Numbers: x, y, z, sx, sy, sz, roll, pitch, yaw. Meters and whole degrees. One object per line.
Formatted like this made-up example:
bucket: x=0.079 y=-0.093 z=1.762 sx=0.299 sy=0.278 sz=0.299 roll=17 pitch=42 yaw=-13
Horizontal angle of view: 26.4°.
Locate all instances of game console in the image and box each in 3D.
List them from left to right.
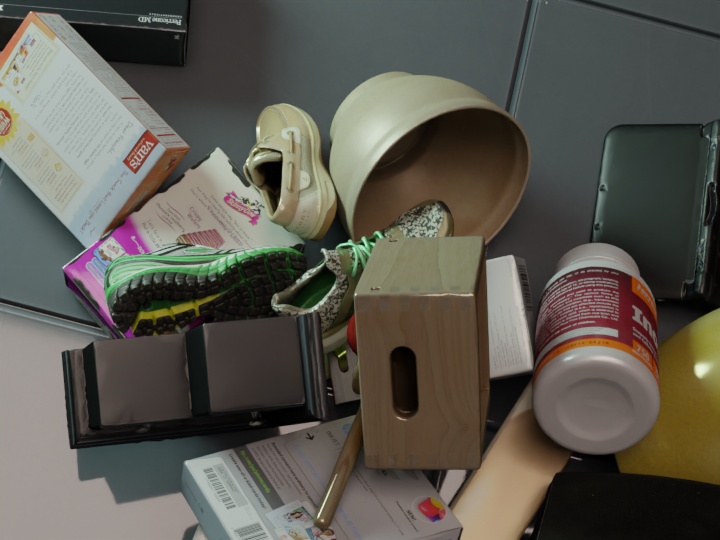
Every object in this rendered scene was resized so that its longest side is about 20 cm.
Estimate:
game console: x=0.344 y=-0.044 z=1.596 sx=0.175 sy=0.116 sz=0.202 roll=24 pitch=65 yaw=-30

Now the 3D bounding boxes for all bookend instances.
bookend: x=-0.148 y=0.098 z=1.339 sx=0.197 sy=0.200 sz=0.093 roll=-4 pitch=84 yaw=-18

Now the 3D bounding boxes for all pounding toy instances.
pounding toy: x=0.037 y=0.093 z=1.322 sx=0.141 sy=0.184 sz=0.202 roll=0 pitch=108 yaw=8

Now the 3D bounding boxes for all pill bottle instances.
pill bottle: x=0.215 y=0.064 z=1.397 sx=0.112 sy=0.114 sz=0.201 roll=14 pitch=35 yaw=-1

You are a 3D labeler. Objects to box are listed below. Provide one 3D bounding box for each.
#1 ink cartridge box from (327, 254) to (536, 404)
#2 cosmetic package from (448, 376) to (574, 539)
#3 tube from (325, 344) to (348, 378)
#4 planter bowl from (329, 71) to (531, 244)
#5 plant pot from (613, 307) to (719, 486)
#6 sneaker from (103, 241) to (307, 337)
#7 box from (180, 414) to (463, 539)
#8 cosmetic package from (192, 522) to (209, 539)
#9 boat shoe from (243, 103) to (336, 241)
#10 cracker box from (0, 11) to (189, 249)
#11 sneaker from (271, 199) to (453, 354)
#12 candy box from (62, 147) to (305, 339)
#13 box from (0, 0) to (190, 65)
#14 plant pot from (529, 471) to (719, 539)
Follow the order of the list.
ink cartridge box: x=0.066 y=0.059 z=1.455 sx=0.198 sy=0.050 sz=0.110 roll=-12 pitch=83 yaw=18
cosmetic package: x=0.134 y=0.207 z=1.431 sx=0.071 sy=0.105 sz=0.201 roll=32 pitch=71 yaw=8
tube: x=0.023 y=0.051 z=1.509 sx=0.198 sy=0.052 sz=0.058 roll=-18 pitch=33 yaw=-8
planter bowl: x=0.049 y=-0.112 z=1.509 sx=0.199 sy=0.201 sz=0.135 roll=-24 pitch=48 yaw=-15
plant pot: x=0.309 y=0.150 z=1.443 sx=0.141 sy=0.200 sz=0.202 roll=-18 pitch=70 yaw=13
sneaker: x=-0.143 y=0.000 z=1.428 sx=0.198 sy=0.079 sz=0.085 roll=-6 pitch=38 yaw=-22
box: x=-0.035 y=0.206 z=1.330 sx=0.198 sy=0.041 sz=0.156 roll=-13 pitch=45 yaw=-30
cosmetic package: x=-0.127 y=0.307 z=1.360 sx=0.084 sy=0.108 sz=0.202 roll=18 pitch=66 yaw=4
boat shoe: x=-0.078 y=-0.105 z=1.502 sx=0.064 sy=0.072 sz=0.201 roll=14 pitch=33 yaw=-27
cracker box: x=-0.281 y=-0.137 z=1.504 sx=0.200 sy=0.058 sz=0.134 roll=46 pitch=109 yaw=11
sneaker: x=0.000 y=0.000 z=1.410 sx=0.200 sy=0.089 sz=0.077 roll=-39 pitch=58 yaw=2
candy box: x=-0.171 y=-0.005 z=1.499 sx=0.200 sy=0.061 sz=0.137 roll=-39 pitch=79 yaw=-17
box: x=-0.275 y=-0.297 z=1.590 sx=0.198 sy=0.079 sz=0.143 roll=4 pitch=67 yaw=-5
plant pot: x=0.220 y=0.291 z=1.326 sx=0.176 sy=0.201 sz=0.200 roll=19 pitch=29 yaw=7
